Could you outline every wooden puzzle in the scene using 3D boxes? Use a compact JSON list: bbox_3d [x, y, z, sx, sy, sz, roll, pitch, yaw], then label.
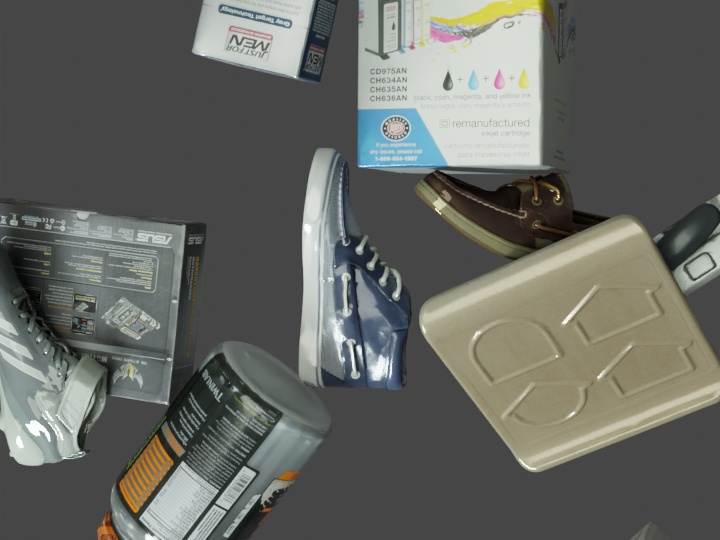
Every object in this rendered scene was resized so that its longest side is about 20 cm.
[{"bbox_3d":[0.167,0.055,1.139,0.185,0.046,0.200,-24,126,16],"label":"wooden puzzle"}]

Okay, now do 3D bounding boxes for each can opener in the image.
[{"bbox_3d":[0.306,-0.049,1.120,0.200,0.067,0.053,-35,83,15],"label":"can opener"}]

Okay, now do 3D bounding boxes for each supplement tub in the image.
[{"bbox_3d":[-0.125,0.168,1.226,0.122,0.122,0.200,40,103,11],"label":"supplement tub"}]

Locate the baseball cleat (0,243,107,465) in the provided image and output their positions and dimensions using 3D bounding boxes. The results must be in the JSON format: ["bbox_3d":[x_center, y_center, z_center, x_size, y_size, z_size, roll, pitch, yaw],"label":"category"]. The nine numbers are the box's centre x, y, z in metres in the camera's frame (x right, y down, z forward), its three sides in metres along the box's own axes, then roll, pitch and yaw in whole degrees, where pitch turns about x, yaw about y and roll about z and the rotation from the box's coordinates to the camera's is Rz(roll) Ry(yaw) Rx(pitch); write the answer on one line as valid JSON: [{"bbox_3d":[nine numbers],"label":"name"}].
[{"bbox_3d":[-0.272,0.064,1.252,0.106,0.070,0.201,-9,100,10],"label":"baseball cleat"}]

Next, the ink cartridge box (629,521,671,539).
[{"bbox_3d":[0.205,0.322,1.154,0.200,0.084,0.145,-45,80,14],"label":"ink cartridge box"}]

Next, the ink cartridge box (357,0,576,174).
[{"bbox_3d":[0.085,-0.177,1.140,0.147,0.145,0.201,1,92,17],"label":"ink cartridge box"}]

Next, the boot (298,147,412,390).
[{"bbox_3d":[0.000,0.000,1.218,0.090,0.073,0.201,3,100,8],"label":"boot"}]

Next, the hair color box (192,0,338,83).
[{"bbox_3d":[-0.065,-0.266,1.225,0.100,0.061,0.201,15,96,16],"label":"hair color box"}]

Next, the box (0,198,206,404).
[{"bbox_3d":[-0.241,0.025,1.293,0.199,0.048,0.159,7,95,16],"label":"box"}]

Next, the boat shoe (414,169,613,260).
[{"bbox_3d":[0.133,-0.045,1.125,0.199,0.072,0.072,22,104,-26],"label":"boat shoe"}]
